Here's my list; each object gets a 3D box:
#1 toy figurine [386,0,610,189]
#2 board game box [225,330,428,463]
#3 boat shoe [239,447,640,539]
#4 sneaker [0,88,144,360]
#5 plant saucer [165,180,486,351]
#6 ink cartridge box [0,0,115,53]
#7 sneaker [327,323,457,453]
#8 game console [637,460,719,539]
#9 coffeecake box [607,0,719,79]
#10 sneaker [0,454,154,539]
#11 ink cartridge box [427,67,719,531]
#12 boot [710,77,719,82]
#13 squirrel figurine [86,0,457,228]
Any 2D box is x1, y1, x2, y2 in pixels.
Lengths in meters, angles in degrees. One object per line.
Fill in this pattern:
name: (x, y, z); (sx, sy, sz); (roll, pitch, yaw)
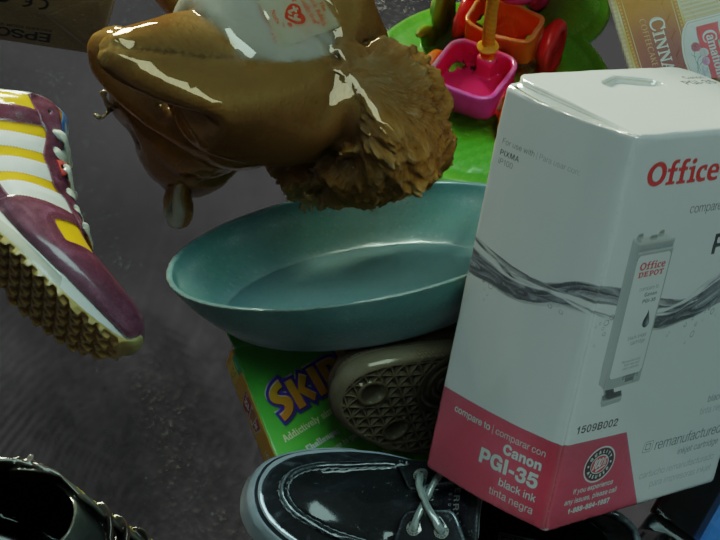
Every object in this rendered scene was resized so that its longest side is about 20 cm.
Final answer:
toy figurine: (0.086, -0.175, 1.177); (0.150, 0.184, 0.200); (23, 54, 16)
board game box: (0.002, 0.104, 1.114); (0.095, 0.030, 0.200); (-14, 70, -23)
boat shoe: (0.042, 0.125, 1.062); (0.200, 0.068, 0.072); (16, 60, -9)
sneaker: (-0.171, -0.042, 1.117); (0.200, 0.075, 0.090); (43, 66, 8)
plant saucer: (0.000, 0.000, 1.106); (0.200, 0.200, 0.036); (-17, 109, -23)
ink cartridge box: (-0.231, -0.220, 1.195); (0.200, 0.075, 0.165); (9, 60, -10)
sneaker: (0.055, 0.046, 1.128); (0.200, 0.070, 0.076); (1, 38, -37)
game console: (0.254, 0.158, 1.108); (0.200, 0.172, 0.119); (34, 86, 5)
coffeecake box: (0.184, -0.180, 1.193); (0.073, 0.154, 0.200); (-13, 20, 17)
sneaker: (-0.110, 0.154, 1.011); (0.200, 0.106, 0.075); (17, 60, -6)
ink cartridge box: (0.124, 0.010, 1.035); (0.146, 0.200, 0.083); (-8, 27, -45)
boot: (0.221, -0.024, 1.158); (0.138, 0.200, 0.077); (-15, 43, -26)
squirrel figurine: (-0.048, -0.080, 1.110); (0.200, 0.187, 0.142); (28, 61, -8)
